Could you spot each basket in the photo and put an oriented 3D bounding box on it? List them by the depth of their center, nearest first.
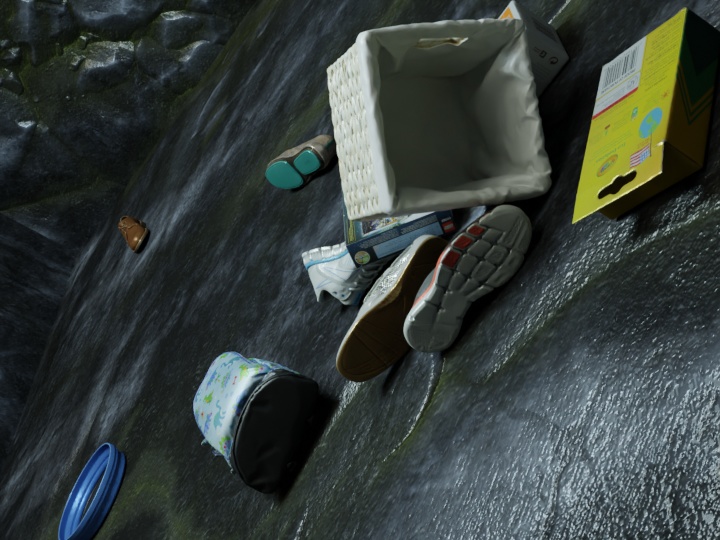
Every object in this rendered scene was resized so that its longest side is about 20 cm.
[{"bbox_3d":[0.081,-0.160,1.393,0.161,0.197,0.202,163,97,-71],"label":"basket"}]

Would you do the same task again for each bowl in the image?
[{"bbox_3d":[-0.504,0.425,2.357,0.201,0.039,0.201,-50,22,28],"label":"bowl"}]

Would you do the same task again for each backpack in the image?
[{"bbox_3d":[-0.144,0.186,1.671,0.200,0.153,0.164,-131,64,-83],"label":"backpack"}]

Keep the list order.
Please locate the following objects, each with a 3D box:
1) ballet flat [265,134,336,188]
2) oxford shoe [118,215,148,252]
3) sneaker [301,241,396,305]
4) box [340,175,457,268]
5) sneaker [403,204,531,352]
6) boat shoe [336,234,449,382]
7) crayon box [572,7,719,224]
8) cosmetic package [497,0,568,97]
[{"bbox_3d":[-0.096,-0.191,2.174,0.067,0.068,0.200,-48,18,-27],"label":"ballet flat"},{"bbox_3d":[-0.600,-0.098,3.268,0.072,0.071,0.200,-58,21,3],"label":"oxford shoe"},{"bbox_3d":[0.000,0.000,1.673,0.199,0.075,0.087,-19,78,53],"label":"sneaker"},{"bbox_3d":[0.046,-0.092,1.606,0.136,0.038,0.201,-21,31,10],"label":"box"},{"bbox_3d":[0.110,-0.003,1.372,0.200,0.077,0.082,-51,15,25],"label":"sneaker"},{"bbox_3d":[0.039,0.044,1.495,0.200,0.071,0.069,-52,18,0],"label":"boat shoe"},{"bbox_3d":[0.271,-0.135,1.184,0.127,0.051,0.201,-33,33,53],"label":"crayon box"},{"bbox_3d":[0.161,-0.220,1.543,0.200,0.071,0.102,-53,21,24],"label":"cosmetic package"}]
